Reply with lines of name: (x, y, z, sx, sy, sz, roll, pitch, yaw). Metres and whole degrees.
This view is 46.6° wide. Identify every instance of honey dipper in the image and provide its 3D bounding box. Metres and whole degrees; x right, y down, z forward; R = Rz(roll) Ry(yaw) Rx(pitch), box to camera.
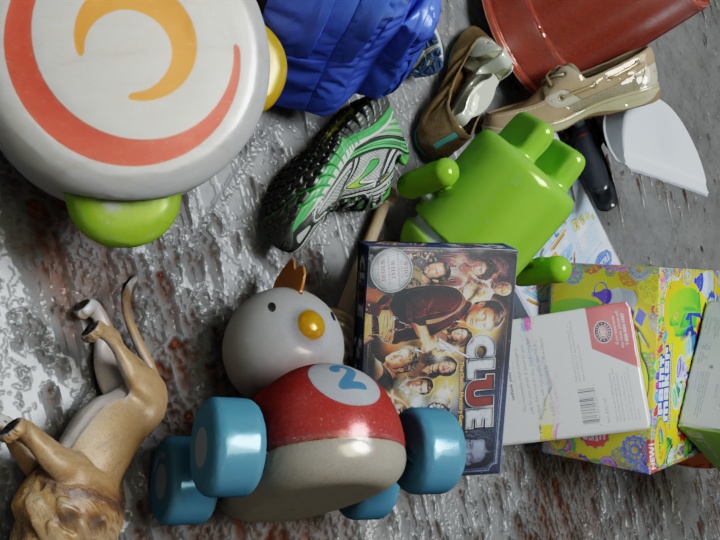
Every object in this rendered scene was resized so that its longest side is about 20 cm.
honey dipper: (0.000, 0.000, 0.758, 0.038, 0.038, 0.201, 41, 53, -27)

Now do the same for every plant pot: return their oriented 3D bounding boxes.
plant pot: (0.273, -0.321, 0.953, 0.200, 0.195, 0.202, 23, 56, -39)

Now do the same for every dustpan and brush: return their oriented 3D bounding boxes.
dustpan and brush: (0.331, -0.179, 0.989, 0.139, 0.057, 0.202, 13, 64, -27)

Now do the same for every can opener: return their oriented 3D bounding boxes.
can opener: (0.273, -0.143, 0.985, 0.063, 0.078, 0.201, 48, 32, -24)

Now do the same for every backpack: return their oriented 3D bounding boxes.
backpack: (-0.015, -0.239, 0.664, 0.166, 0.200, 0.164, 6, 71, -11)

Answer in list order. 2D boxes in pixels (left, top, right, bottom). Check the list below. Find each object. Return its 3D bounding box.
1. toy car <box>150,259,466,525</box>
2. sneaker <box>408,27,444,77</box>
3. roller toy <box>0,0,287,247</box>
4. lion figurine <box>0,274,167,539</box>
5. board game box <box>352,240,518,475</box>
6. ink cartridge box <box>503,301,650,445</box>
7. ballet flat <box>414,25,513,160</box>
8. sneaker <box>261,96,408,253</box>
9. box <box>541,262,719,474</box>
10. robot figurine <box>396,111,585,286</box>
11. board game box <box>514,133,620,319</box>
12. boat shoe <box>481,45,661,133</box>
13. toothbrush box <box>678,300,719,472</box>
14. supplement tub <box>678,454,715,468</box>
toy car: (-0.048, 0.075, 0.620, 0.183, 0.177, 0.201, 7, 62, -28)
sneaker: (0.026, -0.285, 0.826, 0.200, 0.077, 0.085, 50, 48, -22)
roller toy: (-0.160, -0.135, 0.558, 0.182, 0.140, 0.200, 43, 76, -15)
lion figurine: (-0.172, 0.109, 0.554, 0.123, 0.072, 0.201, 55, 45, -27)
board game box: (0.061, 0.077, 0.717, 0.134, 0.035, 0.202, 0, 99, -16)
ink cartridge box: (0.167, 0.104, 0.805, 0.067, 0.198, 0.118, 13, 68, -70)
ballet flat: (0.121, -0.199, 0.889, 0.068, 0.072, 0.201, 46, 53, -22)
sneaker: (-0.011, -0.079, 0.738, 0.085, 0.078, 0.200, 54, 50, -19)
box: (0.297, 0.095, 0.904, 0.192, 0.121, 0.202, 1, 92, -49)
robot figurine: (0.118, -0.049, 0.787, 0.175, 0.116, 0.200, 36, 102, -22)
board game box: (0.201, -0.033, 0.942, 0.200, 0.041, 0.200, -41, 107, -39)
boat shoe: (0.227, -0.197, 0.923, 0.071, 0.198, 0.065, -102, 177, -70)
toothbrush box: (0.429, 0.143, 0.897, 0.200, 0.086, 0.146, 41, 63, -41)
supplement tub: (0.422, 0.135, 1.045, 0.122, 0.122, 0.201, 39, 56, -29)
